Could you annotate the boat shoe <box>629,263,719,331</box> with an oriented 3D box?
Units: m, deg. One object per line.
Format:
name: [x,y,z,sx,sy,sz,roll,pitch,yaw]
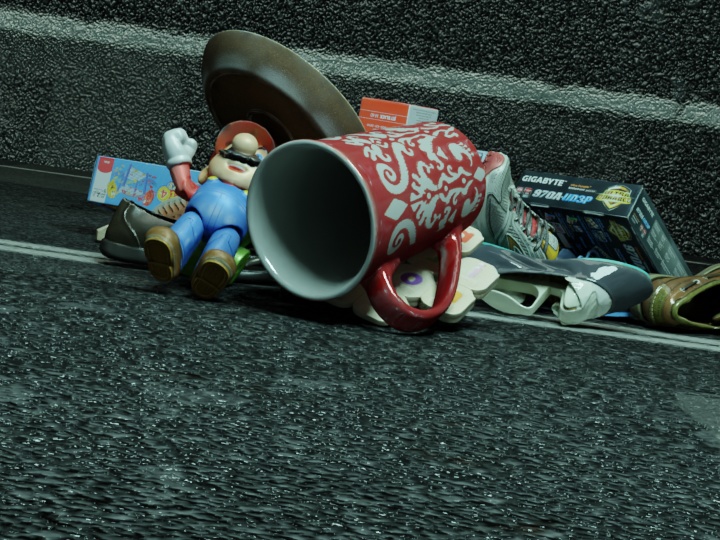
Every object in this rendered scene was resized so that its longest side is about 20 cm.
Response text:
boat shoe: [0.380,0.037,1.756,0.199,0.072,0.068,-8,17,-36]

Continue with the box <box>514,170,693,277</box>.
box: [0.274,-0.026,1.822,0.159,0.046,0.200,11,-29,41]

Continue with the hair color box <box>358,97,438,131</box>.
hair color box: [0.030,-0.093,1.868,0.064,0.201,0.111,10,5,19]

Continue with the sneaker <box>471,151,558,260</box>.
sneaker: [0.163,-0.045,1.673,0.082,0.078,0.200,4,-40,24]

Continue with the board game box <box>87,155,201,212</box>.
board game box: [-0.187,-0.074,1.940,0.199,0.056,0.196,10,-7,26]

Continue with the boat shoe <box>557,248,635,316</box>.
boat shoe: [0.216,0.008,1.767,0.199,0.069,0.084,8,5,7]

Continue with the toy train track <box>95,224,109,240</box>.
toy train track: [-0.200,-0.039,1.864,0.199,0.033,0.115,8,4,-14]

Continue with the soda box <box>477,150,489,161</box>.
soda box: [0.112,-0.056,1.831,0.068,0.064,0.200,8,-29,13]

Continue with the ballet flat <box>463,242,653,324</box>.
ballet flat: [0.188,0.021,1.625,0.199,0.073,0.073,10,5,11]

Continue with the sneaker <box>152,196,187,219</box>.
sneaker: [-0.126,-0.048,1.724,0.199,0.072,0.080,-4,-21,33]

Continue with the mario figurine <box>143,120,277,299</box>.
mario figurine: [-0.122,-0.073,1.452,0.106,0.124,0.200,-27,25,33]

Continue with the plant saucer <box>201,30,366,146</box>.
plant saucer: [-0.076,-0.138,1.531,0.200,0.032,0.200,30,-28,18]

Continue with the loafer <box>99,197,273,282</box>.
loafer: [-0.155,-0.033,1.616,0.199,0.072,0.073,8,4,-11]

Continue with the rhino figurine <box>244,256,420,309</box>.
rhino figurine: [-0.009,0.000,1.522,0.199,0.060,0.088,5,23,-11]

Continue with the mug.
mug: [0.017,-0.041,1.416,0.133,0.178,0.200,-6,9,36]

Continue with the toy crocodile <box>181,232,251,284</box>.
toy crocodile: [-0.117,-0.047,1.563,0.067,0.062,0.200,35,40,6]

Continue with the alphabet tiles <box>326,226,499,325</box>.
alphabet tiles: [0.020,-0.011,1.477,0.199,0.015,0.196,23,35,21]
